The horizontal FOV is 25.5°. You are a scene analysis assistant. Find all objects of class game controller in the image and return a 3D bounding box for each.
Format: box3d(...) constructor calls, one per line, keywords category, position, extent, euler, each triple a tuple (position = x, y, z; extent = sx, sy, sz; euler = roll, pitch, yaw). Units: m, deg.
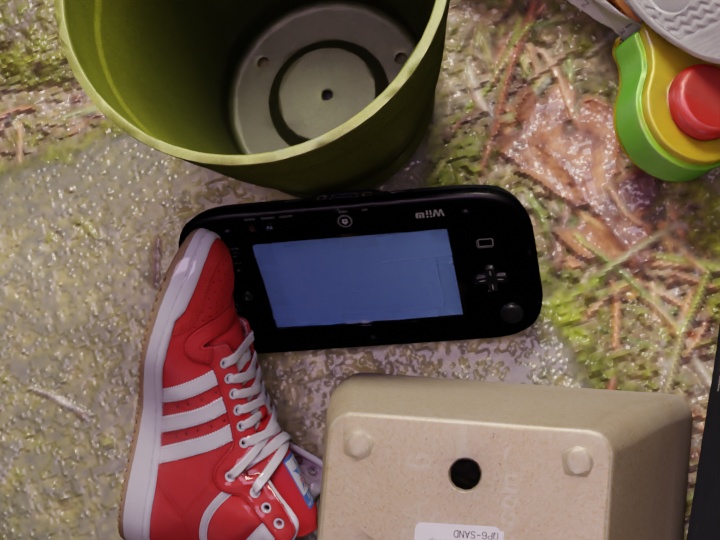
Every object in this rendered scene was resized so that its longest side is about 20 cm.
box3d(category="game controller", position=(0.000, 0.000, 0.891), extent=(0.200, 0.104, 0.042), euler=(-5, 48, 11))

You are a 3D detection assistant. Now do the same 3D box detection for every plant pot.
box3d(category="plant pot", position=(0.063, 0.148, 0.810), extent=(0.199, 0.177, 0.200), euler=(3, 81, 12))
box3d(category="plant pot", position=(-0.036, -0.126, 0.863), extent=(0.200, 0.193, 0.201), euler=(-2, 77, 11))

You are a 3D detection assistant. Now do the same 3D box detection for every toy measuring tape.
box3d(category="toy measuring tape", position=(0.145, -0.104, 0.870), extent=(0.200, 0.074, 0.074), euler=(32, 88, -10))

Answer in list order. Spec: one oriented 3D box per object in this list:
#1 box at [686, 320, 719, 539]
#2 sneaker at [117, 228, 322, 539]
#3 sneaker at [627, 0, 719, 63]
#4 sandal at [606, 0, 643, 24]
box3d(category="box", position=(0.247, 0.121, 0.802), extent=(0.141, 0.079, 0.200), euler=(12, 83, -15))
box3d(category="sneaker", position=(-0.065, 0.079, 0.877), extent=(0.112, 0.071, 0.200), euler=(17, 117, 12))
box3d(category="sneaker", position=(0.181, -0.205, 0.873), extent=(0.201, 0.118, 0.074), euler=(57, 139, 18))
box3d(category="sandal", position=(0.085, -0.194, 0.912), extent=(0.059, 0.079, 0.207), euler=(-42, 77, 0))
